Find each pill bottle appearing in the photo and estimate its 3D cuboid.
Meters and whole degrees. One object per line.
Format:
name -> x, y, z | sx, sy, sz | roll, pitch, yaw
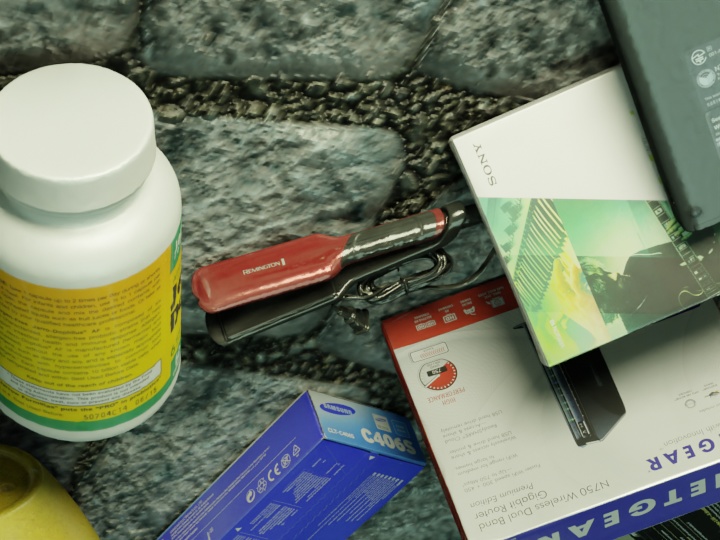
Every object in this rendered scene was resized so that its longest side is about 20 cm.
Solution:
pill bottle -> -0.151, -0.010, 1.164 | 0.113, 0.113, 0.200 | -11, 140, -14

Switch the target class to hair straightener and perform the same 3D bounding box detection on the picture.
hair straightener -> 0.000, 0.000, 1.317 | 0.200, 0.041, 0.077 | -22, 143, -7

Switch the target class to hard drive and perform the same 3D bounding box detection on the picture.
hard drive -> 0.207, -0.135, 1.182 | 0.139, 0.033, 0.200 | -23, 116, 1

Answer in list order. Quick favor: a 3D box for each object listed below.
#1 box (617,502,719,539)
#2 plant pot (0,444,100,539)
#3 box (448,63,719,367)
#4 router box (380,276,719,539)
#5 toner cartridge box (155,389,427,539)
box -> 0.229, 0.160, 1.516 | 0.164, 0.086, 0.200 | -25, 134, 28
plant pot -> -0.235, 0.189, 1.325 | 0.200, 0.200, 0.142 | -10, 115, -15
box -> 0.168, -0.049, 1.257 | 0.200, 0.145, 0.036 | -24, -177, 3
router box -> 0.135, 0.078, 1.352 | 0.200, 0.180, 0.049 | -20, 143, -3
toner cartridge box -> -0.056, 0.164, 1.474 | 0.095, 0.043, 0.200 | 18, 128, -41
